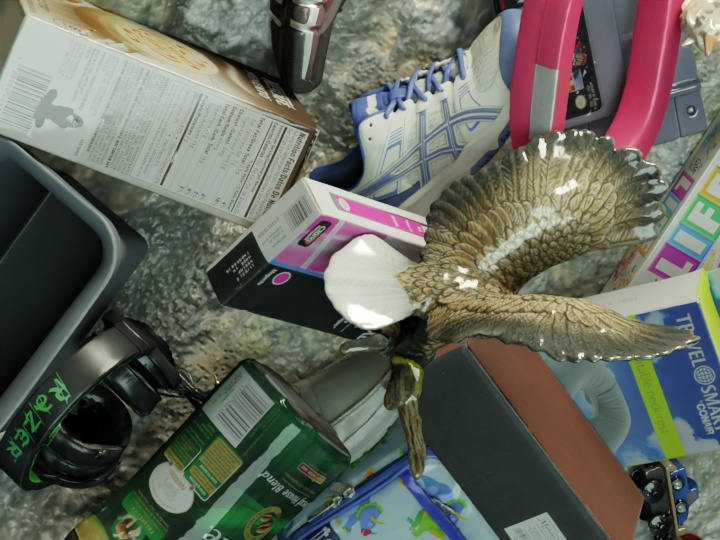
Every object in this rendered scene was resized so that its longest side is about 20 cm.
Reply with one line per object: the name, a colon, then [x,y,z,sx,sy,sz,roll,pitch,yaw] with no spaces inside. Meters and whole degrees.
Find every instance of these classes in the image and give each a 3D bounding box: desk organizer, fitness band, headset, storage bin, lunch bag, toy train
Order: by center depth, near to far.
storage bin: [-0.233,0.016,1.561,0.145,0.134,0.200,39,99,9]
fitness band: [0.153,-0.142,1.576,0.143,0.037,0.201,-15,120,-49]
headset: [-0.154,0.090,1.587,0.094,0.200,0.124,42,109,10]
desk organizer: [0.107,0.116,1.660,0.072,0.077,0.200,-26,111,30]
lunch bag: [0.046,0.204,1.725,0.160,0.083,0.200,-34,116,9]
toy train: [0.236,0.218,1.809,0.046,0.034,0.201,-18,114,-10]

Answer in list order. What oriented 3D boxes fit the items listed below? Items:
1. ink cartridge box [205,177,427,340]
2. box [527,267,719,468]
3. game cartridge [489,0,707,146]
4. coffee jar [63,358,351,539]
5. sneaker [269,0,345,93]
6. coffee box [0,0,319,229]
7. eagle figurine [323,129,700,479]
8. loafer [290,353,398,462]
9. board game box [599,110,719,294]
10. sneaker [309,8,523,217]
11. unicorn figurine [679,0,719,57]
ink cartridge box: [0.000,0.000,1.590,0.095,0.037,0.200,-42,148,24]
box: [0.180,0.074,1.690,0.199,0.048,0.122,-13,116,22]
game cartridge: [0.153,-0.169,1.640,0.129,0.038,0.201,-19,114,-10]
coffee jar: [-0.106,0.157,1.604,0.200,0.085,0.104,-45,151,2]
sneaker: [0.009,-0.208,1.569,0.115,0.076,0.201,1,110,-17]
coffee box: [-0.139,-0.105,1.552,0.199,0.114,0.080,20,105,-21]
eagle figurine: [0.093,0.012,1.516,0.199,0.151,0.152,-28,94,31]
loafer: [-0.045,0.108,1.681,0.200,0.070,0.070,-41,123,5]
board game box: [0.263,-0.010,1.726,0.134,0.034,0.201,28,103,-21]
sneaker: [0.040,-0.096,1.605,0.088,0.075,0.200,30,114,-16]
unicorn figurine: [0.281,-0.182,1.631,0.137,0.074,0.201,30,65,-23]
